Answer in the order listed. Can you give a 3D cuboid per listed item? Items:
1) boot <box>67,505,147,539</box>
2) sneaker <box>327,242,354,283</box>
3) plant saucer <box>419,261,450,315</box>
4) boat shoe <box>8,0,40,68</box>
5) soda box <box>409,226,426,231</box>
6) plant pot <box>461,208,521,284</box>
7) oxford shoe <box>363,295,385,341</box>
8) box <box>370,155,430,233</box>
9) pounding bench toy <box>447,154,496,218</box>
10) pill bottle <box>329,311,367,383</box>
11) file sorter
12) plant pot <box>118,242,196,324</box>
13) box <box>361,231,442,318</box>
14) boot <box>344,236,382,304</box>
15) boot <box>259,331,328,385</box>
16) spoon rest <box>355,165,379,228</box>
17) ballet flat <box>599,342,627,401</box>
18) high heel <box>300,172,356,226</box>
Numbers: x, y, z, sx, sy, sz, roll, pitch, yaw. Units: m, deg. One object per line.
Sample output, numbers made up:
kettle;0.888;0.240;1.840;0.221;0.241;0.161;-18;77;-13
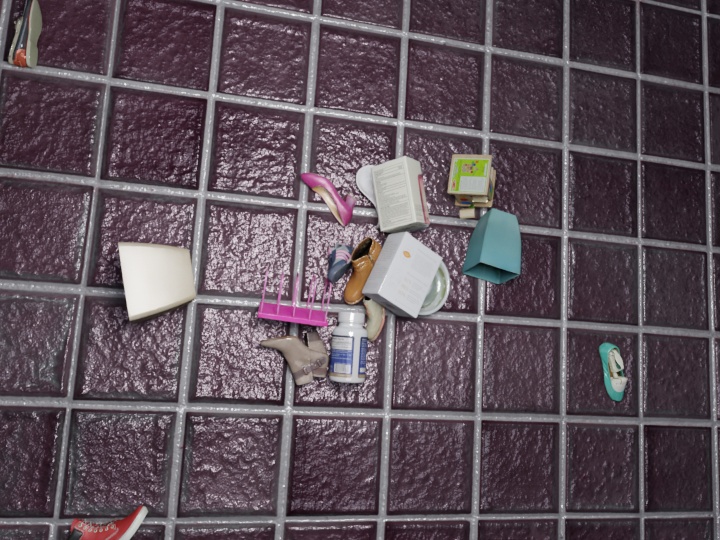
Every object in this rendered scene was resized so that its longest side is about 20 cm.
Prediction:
boot;-0.684;0.684;1.370;0.144;0.072;0.200;45;81;-2
sneaker;-0.074;-0.026;1.527;0.081;0.200;0.071;33;114;4
plant saucer;0.188;0.039;1.620;0.197;0.050;0.204;1;86;-22
boat shoe;-0.960;-0.682;1.464;0.061;0.071;0.204;5;87;-8
soda box;0.164;-0.231;1.647;0.067;0.064;0.204;-7;85;-12
plant pot;0.433;-0.083;1.651;0.139;0.141;0.203;16;73;-9
oxford shoe;0.034;0.114;1.563;0.073;0.070;0.204;9;92;-33
box;0.122;-0.226;1.558;0.126;0.108;0.204;-12;84;32
pounding bench toy;0.355;-0.245;1.634;0.122;0.156;0.204;6;81;22
pill bottle;-0.034;0.229;1.531;0.109;0.111;0.204;5;83;-11
file sorter;-0.189;0.072;1.488;0.196;0.139;0.128;9;97;-10
plant pot;-0.556;0.028;1.412;0.174;0.200;0.203;-9;86;-23
box;0.123;0.013;1.505;0.151;0.106;0.202;32;75;-23
boot;0.000;0.000;1.530;0.076;0.155;0.201;36;85;18
boot;-0.192;0.264;1.517;0.196;0.070;0.149;-7;87;-12
spoon rest;0.047;-0.238;1.625;0.098;0.061;0.203;-15;88;-13
ballet flat;0.857;0.345;1.723;0.066;0.070;0.204;-11;86;-13
high heel;-0.109;-0.222;1.589;0.198;0.067;0.097;31;68;-20
